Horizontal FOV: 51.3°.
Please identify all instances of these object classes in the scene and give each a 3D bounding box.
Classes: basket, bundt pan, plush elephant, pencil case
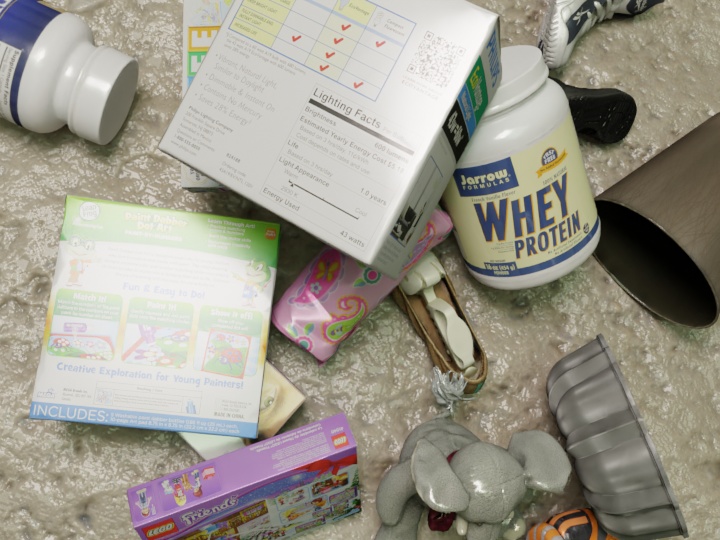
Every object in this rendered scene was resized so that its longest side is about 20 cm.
[{"bbox_3d":[0.369,-0.070,0.816,0.200,0.136,0.181,-42,85,-16],"label":"basket"},{"bbox_3d":[0.240,0.168,0.731,0.075,0.202,0.204,-23,85,11],"label":"bundt pan"},{"bbox_3d":[0.101,0.205,0.691,0.163,0.155,0.203,-3,100,-11],"label":"plush elephant"},{"bbox_3d":[0.000,0.000,0.738,0.087,0.087,0.200,43,95,-1],"label":"pencil case"}]

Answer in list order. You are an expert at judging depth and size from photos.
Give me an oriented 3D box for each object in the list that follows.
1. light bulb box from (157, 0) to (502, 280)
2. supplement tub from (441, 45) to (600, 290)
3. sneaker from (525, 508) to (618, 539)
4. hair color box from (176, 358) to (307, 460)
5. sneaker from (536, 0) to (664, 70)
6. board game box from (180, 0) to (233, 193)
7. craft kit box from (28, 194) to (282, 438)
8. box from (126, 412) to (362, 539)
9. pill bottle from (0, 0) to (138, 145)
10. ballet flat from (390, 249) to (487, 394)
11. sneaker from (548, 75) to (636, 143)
[{"bbox_3d":[-0.016,-0.129,0.602,0.197,0.125,0.201,29,91,13],"label":"light bulb box"},{"bbox_3d":[0.145,-0.100,0.738,0.144,0.145,0.201,-32,117,-13],"label":"supplement tub"},{"bbox_3d":[0.239,0.339,0.757,0.111,0.077,0.203,-11,96,-25],"label":"sneaker"},{"bbox_3d":[-0.161,0.097,0.733,0.200,0.065,0.109,43,77,-3],"label":"hair color box"},{"bbox_3d":[0.285,-0.308,0.861,0.128,0.080,0.201,18,69,2],"label":"sneaker"},{"bbox_3d":[-0.098,-0.176,0.702,0.133,0.034,0.203,-1,87,7],"label":"board game box"},{"bbox_3d":[-0.181,0.043,0.685,0.197,0.049,0.200,8,81,-8],"label":"craft kit box"},{"bbox_3d":[-0.097,0.212,0.690,0.198,0.138,0.039,-17,51,-12],"label":"box"},{"bbox_3d":[-0.324,-0.202,0.721,0.198,0.120,0.121,23,78,-6],"label":"pill bottle"},{"bbox_3d":[0.076,0.036,0.777,0.067,0.072,0.202,-25,86,-12],"label":"ballet flat"},{"bbox_3d":[0.217,-0.188,0.835,0.198,0.104,0.061,-6,122,-42],"label":"sneaker"}]
